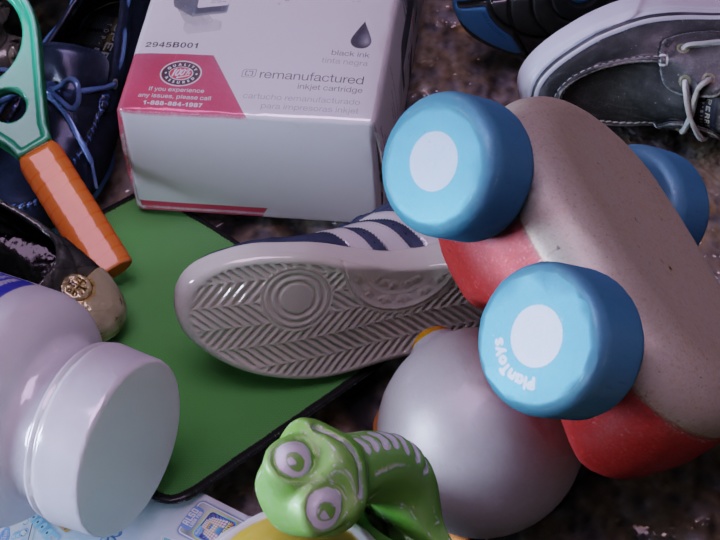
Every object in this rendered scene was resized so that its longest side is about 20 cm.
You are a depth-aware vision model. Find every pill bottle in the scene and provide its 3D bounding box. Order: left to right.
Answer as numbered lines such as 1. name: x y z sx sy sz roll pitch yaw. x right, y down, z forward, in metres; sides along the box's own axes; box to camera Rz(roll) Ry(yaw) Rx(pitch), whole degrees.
1. pill bottle: -0.188 0.051 0.774 0.199 0.112 0.112 18 56 22

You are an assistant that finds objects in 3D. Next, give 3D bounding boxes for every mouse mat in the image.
1. mouse mat: -0.103 0.031 0.874 0.200 0.008 0.161 31 47 33

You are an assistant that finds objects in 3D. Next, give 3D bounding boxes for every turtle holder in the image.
1. turtle holder: -0.014 0.155 0.664 0.131 0.186 0.141 -13 63 -40

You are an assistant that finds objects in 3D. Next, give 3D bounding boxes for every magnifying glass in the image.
1. magnifying glass: -0.184 -0.080 0.909 0.079 0.022 0.200 -31 80 -10

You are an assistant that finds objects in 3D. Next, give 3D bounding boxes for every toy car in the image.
1. toy car: 0.062 0.042 0.769 0.200 0.184 0.177 -43 60 27

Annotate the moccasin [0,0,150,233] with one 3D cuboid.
1. moccasin: -0.174 -0.106 0.977 0.080 0.068 0.201 3 48 9

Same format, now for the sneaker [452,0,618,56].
1. sneaker: 0.140 -0.183 1.003 0.199 0.073 0.082 -14 46 -17

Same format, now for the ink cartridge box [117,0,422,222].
1. ink cartridge box: -0.044 -0.131 0.972 0.145 0.085 0.201 4 50 8

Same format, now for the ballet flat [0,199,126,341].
1. ballet flat: -0.205 -0.024 0.852 0.200 0.057 0.067 32 50 0

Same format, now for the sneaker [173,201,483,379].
1. sneaker: 0.000 0.000 0.863 0.199 0.075 0.085 -2 31 -17

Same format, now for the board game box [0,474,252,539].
1. board game box: -0.175 0.161 0.782 0.198 0.043 0.200 24 58 24

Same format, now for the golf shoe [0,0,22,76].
1. golf shoe: -0.277 -0.095 0.970 0.097 0.079 0.200 -10 19 30

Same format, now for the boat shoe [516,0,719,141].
1. boat shoe: 0.188 -0.107 0.926 0.199 0.072 0.071 -11 46 -3
